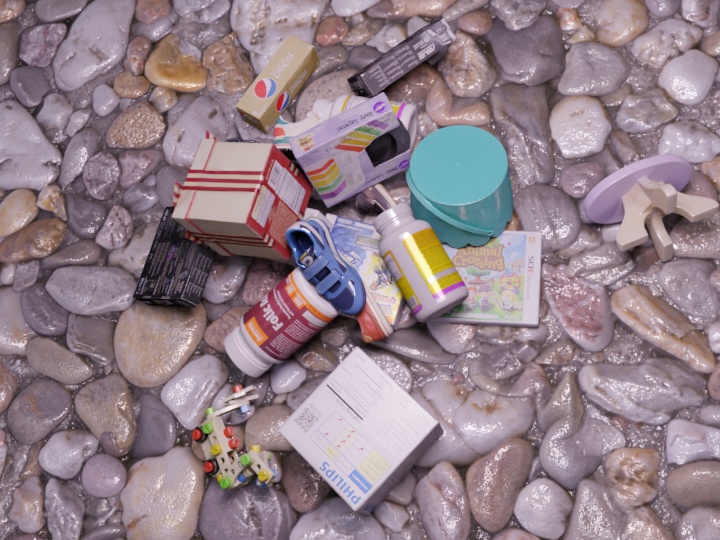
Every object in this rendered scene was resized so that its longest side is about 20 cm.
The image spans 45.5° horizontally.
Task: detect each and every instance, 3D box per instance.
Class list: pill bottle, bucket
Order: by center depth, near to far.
[{"bbox_3d":[0.101,-0.017,1.524,0.104,0.104,0.200,-29,79,-1],"label":"pill bottle"},{"bbox_3d":[-0.144,0.095,1.553,0.200,0.114,0.114,-41,67,14],"label":"pill bottle"},{"bbox_3d":[0.182,-0.157,1.583,0.207,0.135,0.207,-4,60,8],"label":"bucket"},{"bbox_3d":[0.007,-0.290,1.696,0.200,0.104,0.104,11,72,15],"label":"pill bottle"}]

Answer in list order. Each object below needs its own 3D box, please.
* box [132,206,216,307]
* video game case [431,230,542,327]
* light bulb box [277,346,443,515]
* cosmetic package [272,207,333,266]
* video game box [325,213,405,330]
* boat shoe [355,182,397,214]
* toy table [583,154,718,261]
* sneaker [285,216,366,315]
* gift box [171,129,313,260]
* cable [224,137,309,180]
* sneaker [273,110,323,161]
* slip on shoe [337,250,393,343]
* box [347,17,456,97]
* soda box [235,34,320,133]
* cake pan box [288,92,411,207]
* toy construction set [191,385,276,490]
[{"bbox_3d":[-0.348,-0.030,1.661,0.160,0.044,0.200,-1,66,41],"label":"box"},{"bbox_3d":[0.231,0.011,1.584,0.200,0.022,0.182,2,70,12],"label":"video game case"},{"bbox_3d":[0.003,0.276,1.472,0.198,0.125,0.200,42,83,21],"label":"light bulb box"},{"bbox_3d":[-0.163,-0.076,1.642,0.200,0.071,0.102,15,74,30],"label":"cosmetic package"},{"bbox_3d":[0.000,0.000,1.621,0.200,0.047,0.182,14,75,16],"label":"video game box"},{"bbox_3d":[0.019,-0.141,1.659,0.065,0.072,0.200,-40,64,0],"label":"boat shoe"},{"bbox_3d":[0.510,-0.110,1.507,0.200,0.184,0.117,-29,50,8],"label":"toy table"},{"bbox_3d":[-0.066,-0.004,1.499,0.074,0.082,0.200,-42,74,26],"label":"sneaker"},{"bbox_3d":[-0.222,-0.139,1.542,0.187,0.200,0.185,6,64,29],"label":"gift box"},{"bbox_3d":[-0.180,-0.197,1.655,0.200,0.163,0.051,8,59,30],"label":"cable"},{"bbox_3d":[-0.070,-0.262,1.636,0.200,0.070,0.094,-1,75,1],"label":"sneaker"},{"bbox_3d":[-0.014,0.043,1.548,0.061,0.074,0.200,-32,73,2],"label":"slip on shoe"},{"bbox_3d":[0.078,-0.419,1.705,0.200,0.158,0.050,-35,104,-4],"label":"box"},{"bbox_3d":[-0.170,-0.390,1.790,0.068,0.064,0.200,31,79,20],"label":"soda box"},{"bbox_3d":[-0.008,-0.216,1.561,0.200,0.184,0.052,-26,62,3],"label":"cake pan box"},{"bbox_3d":[-0.222,0.302,1.523,0.131,0.092,0.200,-32,56,24],"label":"toy construction set"}]
